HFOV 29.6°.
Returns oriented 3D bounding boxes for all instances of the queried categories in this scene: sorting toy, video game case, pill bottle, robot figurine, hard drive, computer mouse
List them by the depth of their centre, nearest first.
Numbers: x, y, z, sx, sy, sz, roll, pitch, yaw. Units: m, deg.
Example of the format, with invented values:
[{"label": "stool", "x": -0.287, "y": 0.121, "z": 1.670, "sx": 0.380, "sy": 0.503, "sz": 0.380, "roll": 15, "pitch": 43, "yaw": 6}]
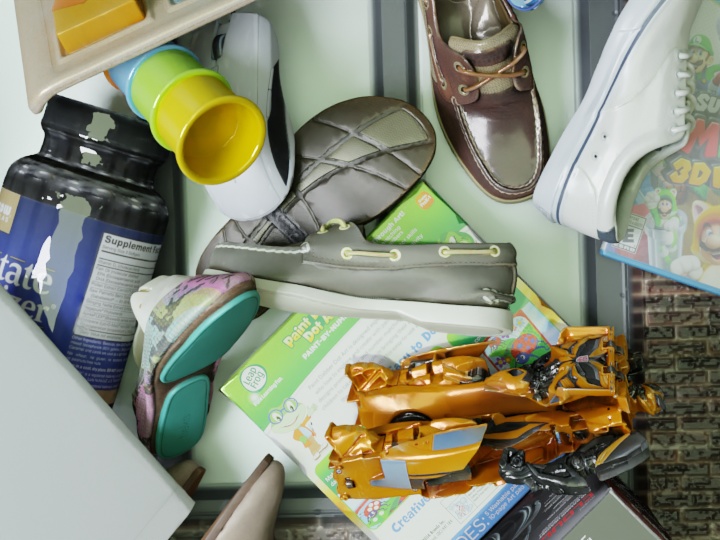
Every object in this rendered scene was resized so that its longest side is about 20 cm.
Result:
[{"label": "hard drive", "x": -0.205, "y": 0.122, "z": 0.827, "sx": 0.132, "sy": 0.026, "sz": 0.200, "roll": -50, "pitch": 116, "yaw": -28}, {"label": "robot figurine", "x": 0.083, "y": 0.085, "z": 0.832, "sx": 0.199, "sy": 0.145, "sz": 0.058, "roll": -11, "pitch": 116, "yaw": 15}, {"label": "sorting toy", "x": -0.140, "y": -0.204, "z": 0.876, "sx": 0.199, "sy": 0.185, "sz": 0.037, "roll": -28, "pitch": 134, "yaw": 6}, {"label": "computer mouse", "x": -0.086, "y": -0.133, "z": 0.898, "sx": 0.109, "sy": 0.044, "sz": 0.201, "roll": -14, "pitch": 78, "yaw": 25}, {"label": "pill bottle", "x": -0.192, "y": -0.009, "z": 0.903, "sx": 0.111, "sy": 0.112, "sz": 0.201, "roll": 17, "pitch": 92, "yaw": 3}, {"label": "video game case", "x": 0.261, "y": -0.083, "z": 0.917, "sx": 0.143, "sy": 0.018, "sz": 0.201, "roll": 19, "pitch": 92, "yaw": 4}]

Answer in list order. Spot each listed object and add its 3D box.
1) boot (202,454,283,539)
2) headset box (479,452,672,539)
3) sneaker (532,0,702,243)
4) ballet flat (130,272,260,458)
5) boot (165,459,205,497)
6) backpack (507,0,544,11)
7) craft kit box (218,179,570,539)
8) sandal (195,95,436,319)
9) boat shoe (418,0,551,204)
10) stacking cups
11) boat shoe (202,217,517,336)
[{"label": "boot", "x": -0.059, "y": 0.242, "z": 0.909, "sx": 0.146, "sy": 0.070, "sz": 0.200, "roll": 36, "pitch": 107, "yaw": 9}, {"label": "headset box", "x": 0.118, "y": 0.195, "z": 0.842, "sx": 0.077, "sy": 0.200, "sz": 0.149, "roll": 44, "pitch": 94, "yaw": 1}, {"label": "sneaker", "x": 0.188, "y": -0.111, "z": 0.885, "sx": 0.071, "sy": 0.073, "sz": 0.201, "roll": 31, "pitch": 107, "yaw": 22}, {"label": "ballet flat", "x": -0.119, "y": 0.048, "z": 0.874, "sx": 0.069, "sy": 0.200, "sz": 0.071, "roll": -24, "pitch": 66, "yaw": -31}, {"label": "boot", "x": -0.219, "y": 0.177, "z": 0.935, "sx": 0.146, "sy": 0.070, "sz": 0.200, "roll": 35, "pitch": 85, "yaw": 11}, {"label": "backpack", "x": 0.099, "y": -0.246, "z": 0.825, "sx": 0.200, "sy": 0.134, "sz": 0.183, "roll": -37, "pitch": 92, "yaw": -33}, {"label": "craft kit box", "x": 0.042, "y": 0.078, "z": 0.924, "sx": 0.200, "sy": 0.049, "sz": 0.198, "roll": -45, "pitch": 91, "yaw": 4}, {"label": "sandal", "x": -0.030, "y": -0.041, "z": 0.925, "sx": 0.082, "sy": 0.055, "sz": 0.200, "roll": 46, "pitch": 108, "yaw": 8}, {"label": "boat shoe", "x": 0.078, "y": -0.142, "z": 0.901, "sx": 0.072, "sy": 0.072, "sz": 0.201, "roll": -14, "pitch": 90, "yaw": 4}, {"label": "stacking cups", "x": -0.129, "y": -0.129, "z": 0.874, "sx": 0.061, "sy": 0.060, "sz": 0.200, "roll": -46, "pitch": 47, "yaw": 4}, {"label": "boat shoe", "x": 0.000, "y": 0.000, "z": 0.871, "sx": 0.201, "sy": 0.072, "sz": 0.061, "roll": 7, "pitch": 82, "yaw": 5}]
